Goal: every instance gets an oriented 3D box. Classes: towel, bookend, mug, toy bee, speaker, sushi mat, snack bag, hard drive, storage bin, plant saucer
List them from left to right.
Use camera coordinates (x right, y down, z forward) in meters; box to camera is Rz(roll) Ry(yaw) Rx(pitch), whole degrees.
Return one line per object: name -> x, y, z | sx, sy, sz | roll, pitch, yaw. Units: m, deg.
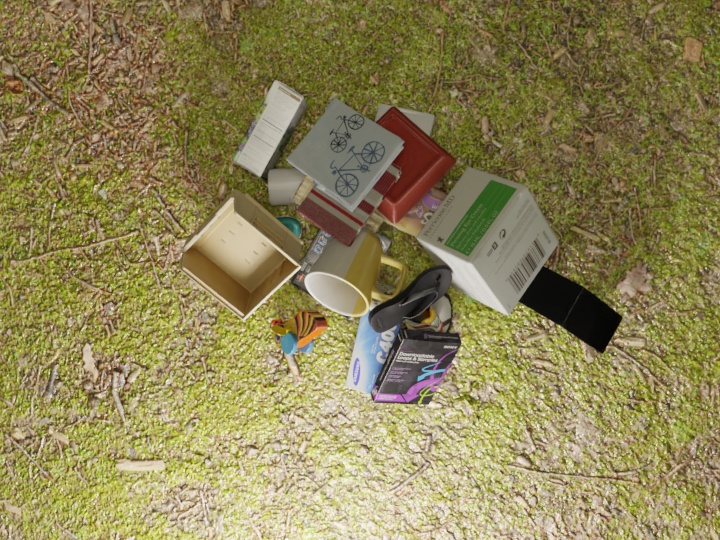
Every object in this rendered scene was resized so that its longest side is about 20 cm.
storage bin -> -0.256, -0.035, 1.662 | 0.198, 0.095, 0.199 | 39, 119, -20
toy bee -> -0.160, 0.139, 1.720 | 0.198, 0.130, 0.110 | -37, 65, 14
speaker -> -0.106, -0.190, 1.719 | 0.194, 0.081, 0.084 | -4, 91, 5
sushi mat -> -0.044, -0.140, 1.683 | 0.197, 0.012, 0.097 | 32, 107, -8
snack bag -> -0.036, -0.245, 1.624 | 0.198, 0.021, 0.190 | 34, 78, 18
towel -> -0.022, -0.164, 1.615 | 0.143, 0.023, 0.202 | 33, 79, 18
mug -> -0.008, 0.000, 1.642 | 0.184, 0.149, 0.155 | 33, 60, -11
plant saucer -> 0.071, -0.235, 1.657 | 0.200, 0.037, 0.200 | -44, 72, -10
hard drive -> 0.078, -0.259, 1.697 | 0.128, 0.025, 0.205 | 13, 73, 9
bookend -> 0.428, 0.069, 1.677 | 0.199, 0.197, 0.094 | 34, 94, 46

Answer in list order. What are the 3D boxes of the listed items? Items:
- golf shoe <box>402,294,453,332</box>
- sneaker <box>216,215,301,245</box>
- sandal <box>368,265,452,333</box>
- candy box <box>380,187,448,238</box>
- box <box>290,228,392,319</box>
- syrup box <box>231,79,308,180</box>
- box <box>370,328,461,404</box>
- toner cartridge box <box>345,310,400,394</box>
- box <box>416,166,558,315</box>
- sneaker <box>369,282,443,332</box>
golf shoe -> 0.136, 0.135, 1.699 | 0.077, 0.094, 0.204 | 23, 90, 45
sneaker -> -0.227, -0.077, 1.730 | 0.194, 0.080, 0.080 | -7, 91, 3
sandal -> 0.109, 0.066, 1.572 | 0.198, 0.043, 0.077 | -36, 127, -4
candy box -> 0.152, -0.122, 1.719 | 0.197, 0.056, 0.119 | 27, 91, 4
box -> -0.042, -0.019, 1.738 | 0.158, 0.044, 0.203 | 31, 93, 3
syrup box -> -0.199, -0.309, 1.723 | 0.080, 0.079, 0.203 | 29, 93, 3
box -> 0.117, 0.209, 1.661 | 0.139, 0.037, 0.203 | 5, 128, -21
toner cartridge box -> 0.032, 0.171, 1.739 | 0.092, 0.043, 0.206 | 13, 92, 4
box -> 0.264, -0.063, 1.602 | 0.201, 0.170, 0.200 | -52, 131, -9
sneaker -> 0.089, 0.071, 1.663 | 0.197, 0.083, 0.079 | 24, 68, 24
